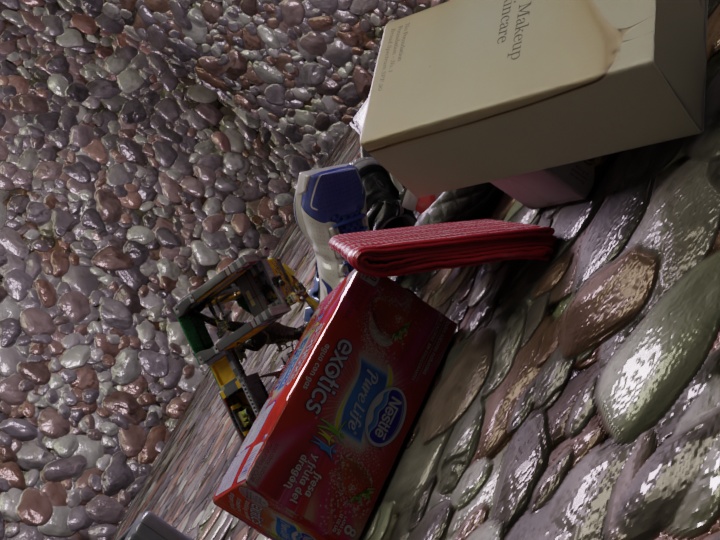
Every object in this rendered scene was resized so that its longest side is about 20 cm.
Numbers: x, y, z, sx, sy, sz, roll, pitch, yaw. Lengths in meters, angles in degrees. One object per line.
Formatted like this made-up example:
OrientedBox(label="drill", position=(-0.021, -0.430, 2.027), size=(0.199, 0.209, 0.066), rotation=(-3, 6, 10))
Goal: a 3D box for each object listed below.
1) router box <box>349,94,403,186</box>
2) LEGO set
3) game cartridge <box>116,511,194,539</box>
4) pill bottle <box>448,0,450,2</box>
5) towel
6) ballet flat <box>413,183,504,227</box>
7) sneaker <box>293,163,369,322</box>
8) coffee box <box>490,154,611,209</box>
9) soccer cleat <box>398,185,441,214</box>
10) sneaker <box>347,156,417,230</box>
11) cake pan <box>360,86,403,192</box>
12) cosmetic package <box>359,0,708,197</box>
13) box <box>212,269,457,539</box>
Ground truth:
OrientedBox(label="router box", position=(0.080, -0.164, 1.089), size=(0.150, 0.051, 0.200), rotation=(-53, 36, 14))
OrientedBox(label="LEGO set", position=(-0.063, 0.061, 0.920), size=(0.115, 0.202, 0.153), rotation=(-33, -19, 31))
OrientedBox(label="game cartridge", position=(-0.154, 0.269, 0.859), size=(0.200, 0.133, 0.042), rotation=(-45, 15, 54))
OrientedBox(label="pill bottle", position=(0.152, -0.291, 1.229), size=(0.200, 0.112, 0.113), rotation=(-48, 12, 51))
OrientedBox(label="towel", position=(0.053, -0.019, 0.778), size=(0.200, 0.143, 0.023), rotation=(-144, 48, -82))
OrientedBox(label="ballet flat", position=(0.097, -0.082, 0.908), size=(0.201, 0.057, 0.066), rotation=(-52, -21, 12))
OrientedBox(label="sneaker", position=(0.000, 0.001, 1.004), size=(0.115, 0.080, 0.201), rotation=(28, 129, 49))
OrientedBox(label="coffee box", position=(0.162, -0.152, 0.748), size=(0.201, 0.079, 0.113), rotation=(-59, 8, -6))
OrientedBox(label="soccer cleat", position=(0.100, -0.132, 0.938), size=(0.068, 0.073, 0.201), rotation=(-62, -5, -59))
OrientedBox(label="sneaker", position=(0.013, -0.012, 1.113), size=(0.114, 0.075, 0.202), rotation=(50, 145, 46))
OrientedBox(label="cake pan", position=(0.062, -0.167, 1.241), size=(0.200, 0.036, 0.203), rotation=(-11, 77, 61))
OrientedBox(label="cosmetic package", position=(0.104, -0.121, 0.634), size=(0.199, 0.073, 0.104), rotation=(-12, 55, 38))
OrientedBox(label="box", position=(-0.018, 0.108, 0.792), size=(0.201, 0.095, 0.100), rotation=(-62, 10, -29))
